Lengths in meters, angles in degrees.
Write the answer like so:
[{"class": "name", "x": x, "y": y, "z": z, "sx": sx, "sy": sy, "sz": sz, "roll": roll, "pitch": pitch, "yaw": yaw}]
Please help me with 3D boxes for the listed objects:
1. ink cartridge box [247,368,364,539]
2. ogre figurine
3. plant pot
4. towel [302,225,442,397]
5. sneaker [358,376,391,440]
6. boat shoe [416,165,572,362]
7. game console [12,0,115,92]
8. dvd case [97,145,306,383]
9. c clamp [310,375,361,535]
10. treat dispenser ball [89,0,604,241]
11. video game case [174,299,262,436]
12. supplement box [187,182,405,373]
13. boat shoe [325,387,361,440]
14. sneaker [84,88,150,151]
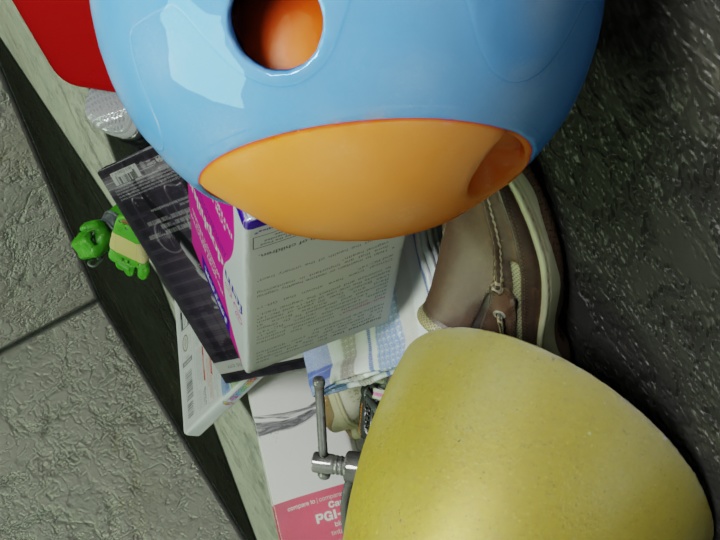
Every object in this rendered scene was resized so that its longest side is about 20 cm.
[{"class": "ink cartridge box", "x": -0.038, "y": 0.155, "z": 1.242, "sx": 0.147, "sy": 0.082, "sz": 0.202, "roll": 61, "pitch": -166, "yaw": -68}, {"class": "ogre figurine", "x": -0.152, "y": -0.069, "z": 1.216, "sx": 0.098, "sy": 0.120, "sz": 0.200, "roll": 41, "pitch": 134, "yaw": -5}, {"class": "plant pot", "x": 0.068, "y": 0.152, "z": 0.758, "sx": 0.199, "sy": 0.142, "sz": 0.201, "roll": 28, "pitch": 150, "yaw": 18}, {"class": "towel", "x": 0.000, "y": 0.000, "z": 0.929, "sx": 0.199, "sy": 0.024, "sz": 0.149, "roll": -25, "pitch": 77, "yaw": 58}, {"class": "sneaker", "x": 0.031, "y": 0.082, "z": 0.985, "sx": 0.080, "sy": 0.086, "sz": 0.202, "roll": -126, "pitch": 10, "yaw": -83}, {"class": "boat shoe", "x": 0.069, "y": 0.015, "z": 0.782, "sx": 0.075, "sy": 0.074, "sz": 0.204, "roll": 43, "pitch": 157, "yaw": 51}, {"class": "game console", "x": -0.153, "y": -0.218, "z": 0.975, "sx": 0.198, "sy": 0.174, "sz": 0.118, "roll": 12, "pitch": 175, "yaw": 32}, {"class": "dvd case", "x": -0.107, "y": -0.008, "z": 1.074, "sx": 0.148, "sy": 0.016, "sz": 0.201, "roll": -15, "pitch": 110, "yaw": 48}, {"class": "c clamp", "x": 0.058, "y": 0.162, "z": 0.967, "sx": 0.027, "sy": 0.197, "sz": 0.172, "roll": -67, "pitch": -15, "yaw": -51}, {"class": "treat dispenser ball", "x": -0.005, "y": -0.112, "z": 0.547, "sx": 0.202, "sy": 0.199, "sz": 0.202, "roll": 55, "pitch": 165, "yaw": 24}, {"class": "video game case", "x": -0.109, "y": 0.037, "z": 1.203, "sx": 0.200, "sy": 0.018, "sz": 0.145, "roll": -43, "pitch": 47, "yaw": 49}, {"class": "supplement box", "x": -0.038, "y": -0.037, "z": 0.806, "sx": 0.201, "sy": 0.102, "sz": 0.102, "roll": 96, "pitch": 151, "yaw": -63}, {"class": "boat shoe", "x": 0.010, "y": 0.094, "z": 1.149, "sx": 0.200, "sy": 0.064, "sz": 0.073, "roll": 31, "pitch": -139, "yaw": -79}, {"class": "sneaker", "x": -0.103, "y": -0.120, "z": 1.068, "sx": 0.198, "sy": 0.076, "sz": 0.114, "roll": -3, "pitch": 151, "yaw": 31}]
